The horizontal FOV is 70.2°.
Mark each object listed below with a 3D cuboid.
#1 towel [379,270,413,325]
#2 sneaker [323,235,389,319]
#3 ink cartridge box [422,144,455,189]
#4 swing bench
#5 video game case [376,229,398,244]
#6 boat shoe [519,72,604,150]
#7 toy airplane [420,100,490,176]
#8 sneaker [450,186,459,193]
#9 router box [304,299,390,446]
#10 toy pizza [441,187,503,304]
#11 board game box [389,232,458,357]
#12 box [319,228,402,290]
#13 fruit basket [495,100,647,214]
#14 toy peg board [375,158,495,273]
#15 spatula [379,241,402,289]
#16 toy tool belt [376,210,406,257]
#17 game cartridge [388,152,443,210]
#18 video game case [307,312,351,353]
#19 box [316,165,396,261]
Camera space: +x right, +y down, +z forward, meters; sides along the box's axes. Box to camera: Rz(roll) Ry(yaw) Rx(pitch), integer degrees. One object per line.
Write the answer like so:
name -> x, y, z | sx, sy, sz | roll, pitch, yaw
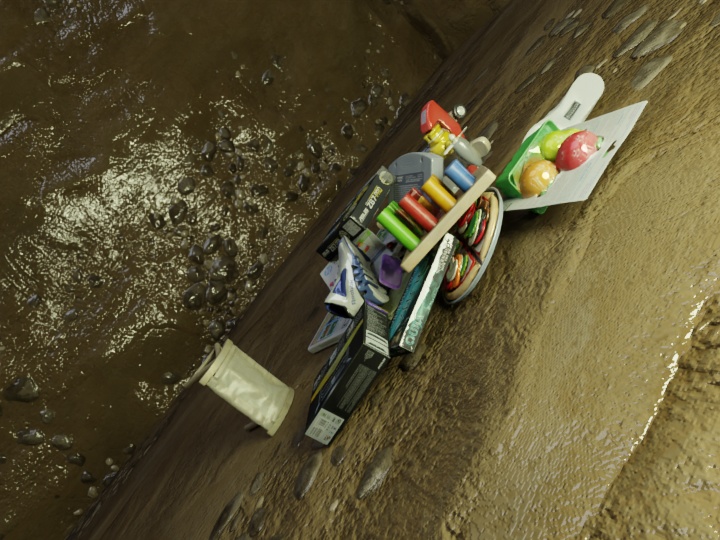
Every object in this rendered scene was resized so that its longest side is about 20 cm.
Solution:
towel -> 0.096, 0.030, 1.008 | 0.201, 0.036, 0.148 | -54, 14, -12
sneaker -> -0.028, 0.025, 1.015 | 0.115, 0.080, 0.200 | -41, 39, 14
ink cartridge box -> 0.184, -0.240, 1.268 | 0.200, 0.119, 0.042 | -41, 17, 29
swing bench -> -0.272, 0.266, 1.179 | 0.130, 0.199, 0.199 | -56, 16, -28
video game case -> 0.107, -0.134, 1.432 | 0.201, 0.022, 0.182 | -57, 16, -25
boat shoe -> 0.359, -0.260, 0.928 | 0.201, 0.071, 0.070 | -53, -13, 0
toy airplane -> 0.190, -0.237, 1.099 | 0.140, 0.199, 0.201 | -30, -37, -20
sneaker -> 0.180, -0.138, 1.068 | 0.200, 0.070, 0.081 | -42, 46, 22
router box -> -0.021, 0.171, 0.881 | 0.201, 0.052, 0.158 | -58, 10, 20
toy pizza -> 0.171, -0.043, 0.839 | 0.200, 0.031, 0.203 | -159, 89, -83
board game box -> 0.095, 0.045, 0.856 | 0.202, 0.028, 0.135 | -66, 5, -17
box -> 0.000, 0.000, 1.115 | 0.156, 0.041, 0.200 | -50, 31, 6
fruit basket -> 0.309, -0.158, 0.774 | 0.186, 0.094, 0.199 | -53, 23, -14
toy peg board -> 0.119, -0.120, 0.872 | 0.200, 0.098, 0.200 | -49, 2, 16
spatula -> 0.080, -0.061, 0.997 | 0.020, 0.056, 0.203 | -3, 66, 56
toy tool belt -> 0.098, -0.131, 1.229 | 0.200, 0.123, 0.125 | -48, 7, 3
game cartridge -> 0.112, -0.176, 1.065 | 0.040, 0.135, 0.200 | -7, 9, -21
video game case -> -0.037, 0.100, 1.255 | 0.182, 0.024, 0.201 | -33, 22, 49
box -> -0.011, -0.121, 1.142 | 0.162, 0.049, 0.200 | -57, 10, -30
